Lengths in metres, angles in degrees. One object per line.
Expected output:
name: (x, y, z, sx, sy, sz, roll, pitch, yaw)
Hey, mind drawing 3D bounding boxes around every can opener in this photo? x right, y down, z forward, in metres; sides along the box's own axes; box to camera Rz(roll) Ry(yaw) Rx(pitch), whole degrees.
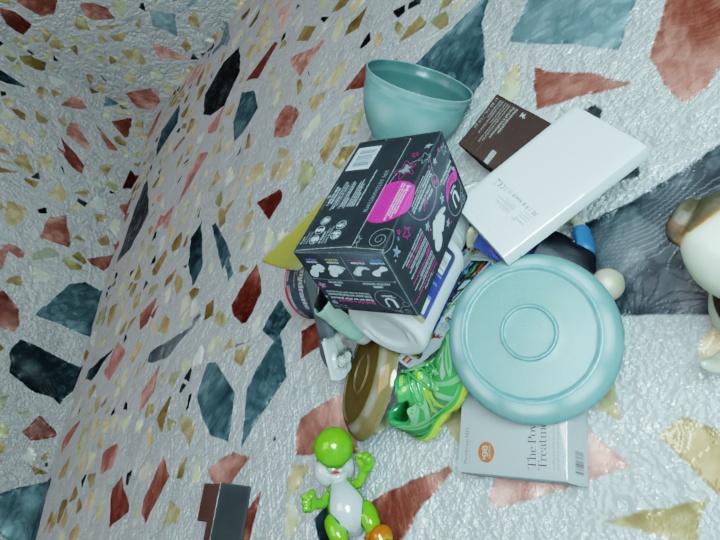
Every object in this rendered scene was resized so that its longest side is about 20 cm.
can opener: (-0.057, 0.087, 0.854, 0.066, 0.052, 0.202, 3, 111, 39)

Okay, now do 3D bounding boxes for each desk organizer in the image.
desk organizer: (-0.276, 0.519, 1.005, 0.077, 0.071, 0.202, -23, 52, 44)

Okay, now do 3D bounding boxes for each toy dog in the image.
toy dog: (0.346, -0.007, 0.447, 0.194, 0.199, 0.140, -43, 40, 24)

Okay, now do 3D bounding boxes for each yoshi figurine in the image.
yoshi figurine: (-0.028, 0.320, 0.781, 0.112, 0.112, 0.201, -48, 43, 19)

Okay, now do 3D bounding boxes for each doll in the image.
doll: (0.240, -0.023, 0.668, 0.199, 0.049, 0.137, 33, 71, 33)

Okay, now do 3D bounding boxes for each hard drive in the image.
hard drive: (0.228, -0.110, 0.653, 0.199, 0.027, 0.132, -39, 41, 8)

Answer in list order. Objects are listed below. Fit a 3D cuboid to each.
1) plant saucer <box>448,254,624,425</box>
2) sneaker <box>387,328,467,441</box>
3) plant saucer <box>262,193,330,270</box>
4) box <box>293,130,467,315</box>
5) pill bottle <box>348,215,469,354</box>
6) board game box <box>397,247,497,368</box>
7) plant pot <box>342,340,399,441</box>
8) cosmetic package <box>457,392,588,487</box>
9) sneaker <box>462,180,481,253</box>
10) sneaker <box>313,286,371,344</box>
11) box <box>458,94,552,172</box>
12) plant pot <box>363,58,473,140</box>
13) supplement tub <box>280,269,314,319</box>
plant saucer: (0.196, 0.074, 0.605, 0.198, 0.027, 0.203, -8, 71, 24)
sneaker: (0.091, 0.159, 0.707, 0.074, 0.083, 0.201, -89, 16, -56)
plant saucer: (-0.027, -0.072, 0.804, 0.200, 0.199, 0.049, -37, 86, 42)
box: (0.032, -0.058, 0.646, 0.131, 0.115, 0.201, 1, 49, 35)
pill bottle: (0.078, 0.004, 0.737, 0.119, 0.120, 0.201, -5, 46, 49)
board game box: (0.132, 0.045, 0.782, 0.200, 0.035, 0.127, -45, 17, 24)
plant pot: (0.011, 0.167, 0.833, 0.200, 0.027, 0.202, -161, 90, -77)
cosmetic package: (0.201, 0.156, 0.655, 0.150, 0.051, 0.202, -19, 55, 48)
sneaker: (0.142, -0.055, 0.838, 0.200, 0.077, 0.080, -46, 49, 22)
sneaker: (0.000, 0.000, 0.812, 0.073, 0.118, 0.202, -3, 60, 55)
box: (0.244, -0.176, 0.783, 0.100, 0.075, 0.200, -51, 40, 14)
plant pot: (0.091, -0.286, 0.961, 0.201, 0.198, 0.135, -116, 34, -47)
supplement tub: (-0.042, 0.023, 0.956, 0.199, 0.140, 0.142, -2, 68, 50)
